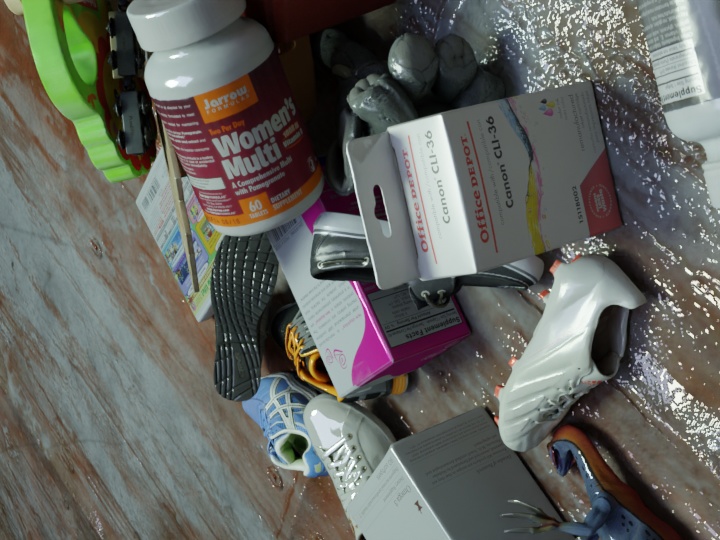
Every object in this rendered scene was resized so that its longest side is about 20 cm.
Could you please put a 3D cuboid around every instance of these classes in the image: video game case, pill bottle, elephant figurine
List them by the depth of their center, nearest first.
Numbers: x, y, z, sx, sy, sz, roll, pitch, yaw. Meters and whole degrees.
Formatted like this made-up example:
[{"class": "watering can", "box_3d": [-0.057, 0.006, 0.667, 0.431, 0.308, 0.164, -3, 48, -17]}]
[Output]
[{"class": "pill bottle", "box_3d": [0.233, -0.144, 0.742, 0.110, 0.110, 0.201, -10, 96, 54]}, {"class": "pill bottle", "box_3d": [-0.110, -0.138, 0.991, 0.109, 0.109, 0.201, 18, 138, 48]}, {"class": "elephant figurine", "box_3d": [0.026, -0.125, 1.032, 0.200, 0.141, 0.156, -2, 58, 62]}, {"class": "video game case", "box_3d": [-0.191, -0.065, 1.413, 0.183, 0.022, 0.200, 60, 141, 18]}]

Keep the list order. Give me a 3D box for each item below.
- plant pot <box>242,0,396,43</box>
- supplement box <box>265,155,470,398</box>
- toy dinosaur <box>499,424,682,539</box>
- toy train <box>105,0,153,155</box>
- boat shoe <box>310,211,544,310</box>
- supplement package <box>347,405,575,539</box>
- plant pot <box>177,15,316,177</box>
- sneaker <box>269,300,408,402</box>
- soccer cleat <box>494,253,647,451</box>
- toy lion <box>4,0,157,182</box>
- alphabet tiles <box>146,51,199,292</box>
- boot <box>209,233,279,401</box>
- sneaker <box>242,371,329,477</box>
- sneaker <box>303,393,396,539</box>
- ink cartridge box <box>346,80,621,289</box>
[{"class": "plant pot", "box_3d": [-0.051, -0.310, 0.997, 0.200, 0.199, 0.177, 46, 148, 32]}, {"class": "supplement box", "box_3d": [0.000, 0.000, 1.117, 0.101, 0.103, 0.201, -38, 72, 51]}, {"class": "toy dinosaur", "box_3d": [0.215, 0.208, 0.969, 0.105, 0.199, 0.182, 65, -162, -68]}, {"class": "toy train", "box_3d": [-0.203, -0.201, 1.055, 0.046, 0.034, 0.201, -96, 2, -84]}, {"class": "boat shoe", "box_3d": [0.050, 0.000, 1.008, 0.199, 0.070, 0.067, 12, 79, 11]}, {"class": "supplement package", "box_3d": [0.100, 0.245, 1.071, 0.200, 0.117, 0.117, 55, 140, 23]}, {"class": "plant pot", "box_3d": [-0.123, -0.199, 1.130, 0.200, 0.139, 0.201, 168, 90, -81]}, {"class": "sneaker", "box_3d": [-0.039, 0.080, 1.223, 0.200, 0.077, 0.079, 19, 121, 50]}, {"class": "soccer cleat", "box_3d": [0.164, 0.079, 0.965, 0.078, 0.069, 0.201, 40, 130, 32]}, {"class": "toy lion", "box_3d": [-0.238, -0.176, 1.089, 0.068, 0.200, 0.193, -11, 90, 11]}, {"class": "alphabet tiles", "box_3d": [-0.170, -0.089, 1.097, 0.167, 0.008, 0.201, 96, 161, -59]}, {"class": "boot", "box_3d": [-0.128, 0.032, 1.303, 0.132, 0.069, 0.201, -101, 22, -78]}, {"class": "sneaker", "box_3d": [-0.076, 0.166, 1.306, 0.200, 0.077, 0.076, 18, 120, 50]}, {"class": "sneaker", "box_3d": [0.007, 0.208, 1.175, 0.073, 0.085, 0.200, -43, 81, 25]}, {"class": "ink cartridge box", "box_3d": [0.093, -0.063, 0.884, 0.067, 0.199, 0.117, -7, 98, 54]}]
